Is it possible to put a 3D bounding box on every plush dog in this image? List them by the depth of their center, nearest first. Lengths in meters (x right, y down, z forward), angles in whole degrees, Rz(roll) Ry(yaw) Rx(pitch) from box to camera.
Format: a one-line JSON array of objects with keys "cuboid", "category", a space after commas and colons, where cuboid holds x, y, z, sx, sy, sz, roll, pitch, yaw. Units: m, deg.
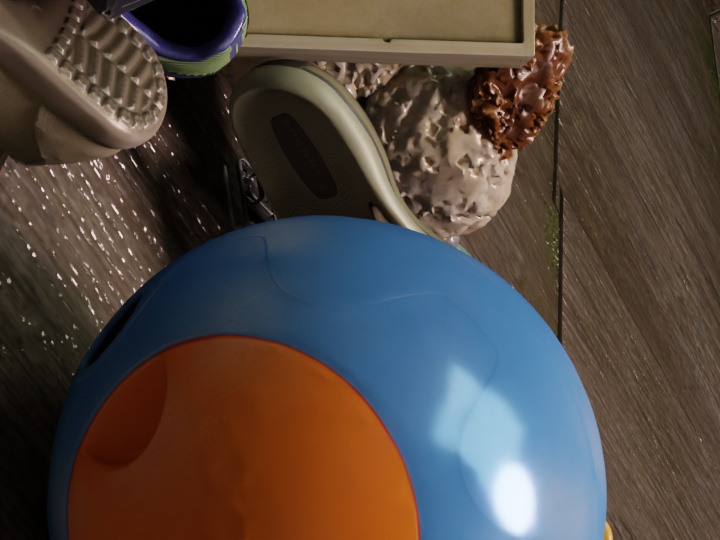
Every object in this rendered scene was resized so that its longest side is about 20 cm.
[{"cuboid": [0.007, -0.090, 0.935, 0.172, 0.200, 0.160, 46, 53, 3], "category": "plush dog"}]

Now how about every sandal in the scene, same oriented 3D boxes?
[{"cuboid": [-0.001, 0.000, 0.868, 0.201, 0.080, 0.057, 54, 37, -15], "category": "sandal"}]

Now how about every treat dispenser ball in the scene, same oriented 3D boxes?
[{"cuboid": [-0.012, 0.080, 0.695, 0.201, 0.200, 0.201, 53, 24, -36], "category": "treat dispenser ball"}]

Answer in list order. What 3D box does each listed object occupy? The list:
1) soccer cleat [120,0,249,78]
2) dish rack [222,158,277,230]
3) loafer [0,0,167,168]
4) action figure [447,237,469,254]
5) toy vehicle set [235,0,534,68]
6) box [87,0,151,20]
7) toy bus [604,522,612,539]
[{"cuboid": [-0.125, -0.147, 0.754, 0.200, 0.065, 0.084, 36, -7, -19], "category": "soccer cleat"}, {"cuboid": [-0.028, 0.051, 0.911, 0.153, 0.054, 0.201, 47, 26, -48], "category": "dish rack"}, {"cuboid": [-0.163, -0.106, 0.710, 0.200, 0.068, 0.076, 44, 33, -16], "category": "loafer"}, {"cuboid": [0.025, -0.047, 1.162, 0.200, 0.055, 0.118, 60, 23, -9], "category": "action figure"}, {"cuboid": [-0.022, -0.156, 0.849, 0.027, 0.199, 0.125, 156, -65, -78], "category": "toy vehicle set"}, {"cuboid": [-0.096, -0.213, 0.711, 0.122, 0.106, 0.200, -29, 73, -35], "category": "box"}, {"cuboid": [0.071, 0.142, 0.932, 0.200, 0.078, 0.065, 83, 10, -84], "category": "toy bus"}]
